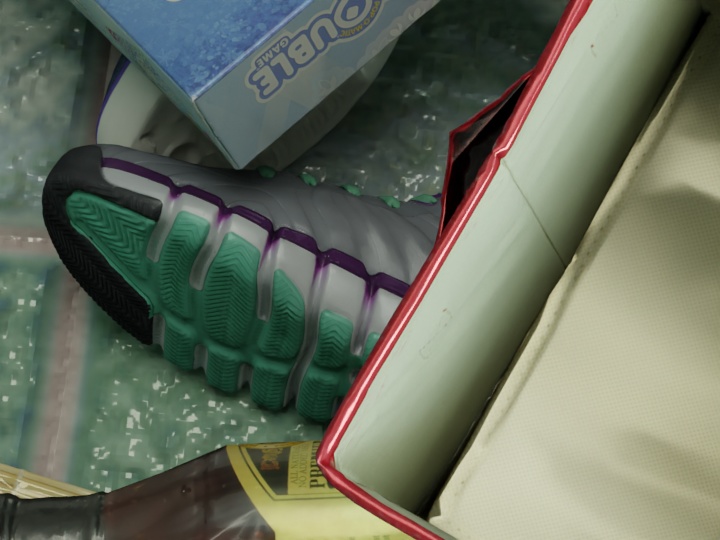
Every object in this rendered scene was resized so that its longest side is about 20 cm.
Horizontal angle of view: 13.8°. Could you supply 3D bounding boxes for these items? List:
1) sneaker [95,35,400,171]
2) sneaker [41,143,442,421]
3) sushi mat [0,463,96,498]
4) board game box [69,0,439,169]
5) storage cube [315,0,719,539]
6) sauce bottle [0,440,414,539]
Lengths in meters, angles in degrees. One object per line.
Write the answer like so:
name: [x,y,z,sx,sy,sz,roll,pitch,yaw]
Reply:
sneaker: [-0.048,-0.125,1.015,0.146,0.081,0.200,34,80,39]
sneaker: [0.000,0.000,0.946,0.199,0.075,0.088,27,53,2]
sushi mat: [-0.079,0.115,0.906,0.199,0.012,0.096,17,61,9]
board game box: [-0.024,-0.158,0.949,0.200,0.043,0.199,-41,54,-7]
storage cube: [0.115,0.027,0.749,0.200,0.180,0.171,29,86,13]
sauce bottle: [-0.017,0.082,0.879,0.199,0.066,0.066,-3,61,1]
